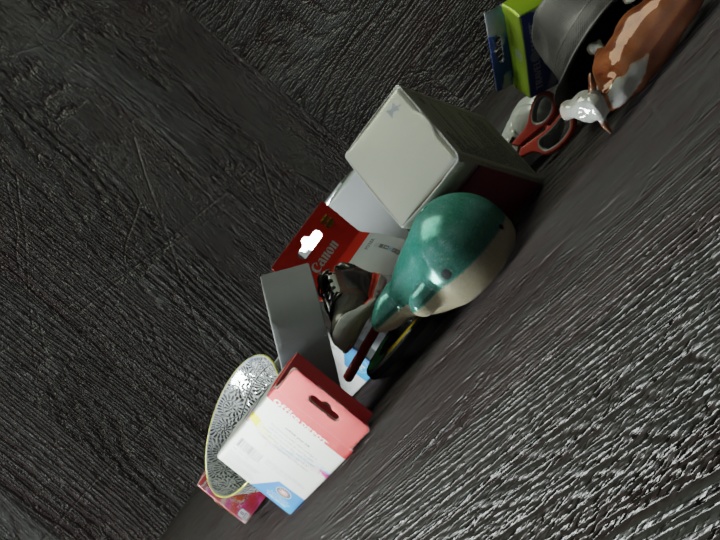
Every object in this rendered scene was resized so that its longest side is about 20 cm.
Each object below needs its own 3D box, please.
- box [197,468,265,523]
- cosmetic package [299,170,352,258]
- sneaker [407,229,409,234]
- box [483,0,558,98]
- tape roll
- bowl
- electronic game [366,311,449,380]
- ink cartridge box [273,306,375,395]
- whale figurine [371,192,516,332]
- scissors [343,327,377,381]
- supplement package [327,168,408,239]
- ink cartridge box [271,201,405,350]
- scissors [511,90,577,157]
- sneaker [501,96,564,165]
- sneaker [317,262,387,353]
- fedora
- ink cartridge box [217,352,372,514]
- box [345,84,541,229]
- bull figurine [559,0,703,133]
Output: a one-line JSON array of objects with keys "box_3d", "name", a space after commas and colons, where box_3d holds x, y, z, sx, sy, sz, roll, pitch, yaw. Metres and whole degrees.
[{"box_3d": [-0.146, 0.262, 1.913, 0.201, 0.095, 0.100, -52, 2, -4], "name": "box"}, {"box_3d": [-0.015, -0.079, 2.938, 0.200, 0.199, 0.123, -50, 3, 21], "name": "cosmetic package"}, {"box_3d": [0.129, -0.080, 1.804, 0.070, 0.095, 0.200, 5, 33, 38], "name": "sneaker"}, {"box_3d": [0.252, -0.302, 1.590, 0.198, 0.123, 0.048, -29, 42, -14], "name": "box"}, {"box_3d": [-0.070, 0.096, 1.603, 0.065, 0.204, 0.200, -14, 2, -2], "name": "tape roll"}, {"box_3d": [-0.128, 0.226, 1.792, 0.200, 0.093, 0.203, -39, 41, 43], "name": "bowl"}, {"box_3d": [0.072, 0.050, 1.571, 0.201, 0.041, 0.200, -53, 3, 4], "name": "electronic game"}, {"box_3d": [-0.046, 0.125, 1.799, 0.068, 0.116, 0.200, -52, 1, -41], "name": "ink cartridge box"}, {"box_3d": [0.077, -0.010, 1.423, 0.199, 0.104, 0.160, -35, 13, 38], "name": "whale figurine"}, {"box_3d": [0.029, 0.053, 1.599, 0.202, 0.014, 0.073, -62, -3, 9], "name": "scissors"}, {"box_3d": [0.063, -0.092, 1.947, 0.148, 0.191, 0.200, -50, 4, 7], "name": "supplement package"}, {"box_3d": [0.000, 0.000, 1.743, 0.047, 0.199, 0.161, -50, 3, 47], "name": "ink cartridge box"}, {"box_3d": [0.199, -0.146, 1.645, 0.014, 0.074, 0.200, -10, -29, -48], "name": "scissors"}, {"box_3d": [0.201, -0.144, 1.704, 0.116, 0.073, 0.200, -57, -2, -22], "name": "sneaker"}, {"box_3d": [-0.025, 0.039, 1.595, 0.078, 0.081, 0.200, -60, 0, 15], "name": "sneaker"}, {"box_3d": [0.258, -0.280, 1.494, 0.199, 0.090, 0.178, -10, -45, -58], "name": "fedora"}, {"box_3d": [-0.068, 0.179, 1.482, 0.200, 0.116, 0.067, -49, 4, 41], "name": "ink cartridge box"}, {"box_3d": [0.099, -0.119, 1.515, 0.109, 0.128, 0.199, -50, -30, 21], "name": "box"}, {"box_3d": [0.283, -0.232, 1.352, 0.200, 0.065, 0.122, -49, 17, 12], "name": "bull figurine"}]
